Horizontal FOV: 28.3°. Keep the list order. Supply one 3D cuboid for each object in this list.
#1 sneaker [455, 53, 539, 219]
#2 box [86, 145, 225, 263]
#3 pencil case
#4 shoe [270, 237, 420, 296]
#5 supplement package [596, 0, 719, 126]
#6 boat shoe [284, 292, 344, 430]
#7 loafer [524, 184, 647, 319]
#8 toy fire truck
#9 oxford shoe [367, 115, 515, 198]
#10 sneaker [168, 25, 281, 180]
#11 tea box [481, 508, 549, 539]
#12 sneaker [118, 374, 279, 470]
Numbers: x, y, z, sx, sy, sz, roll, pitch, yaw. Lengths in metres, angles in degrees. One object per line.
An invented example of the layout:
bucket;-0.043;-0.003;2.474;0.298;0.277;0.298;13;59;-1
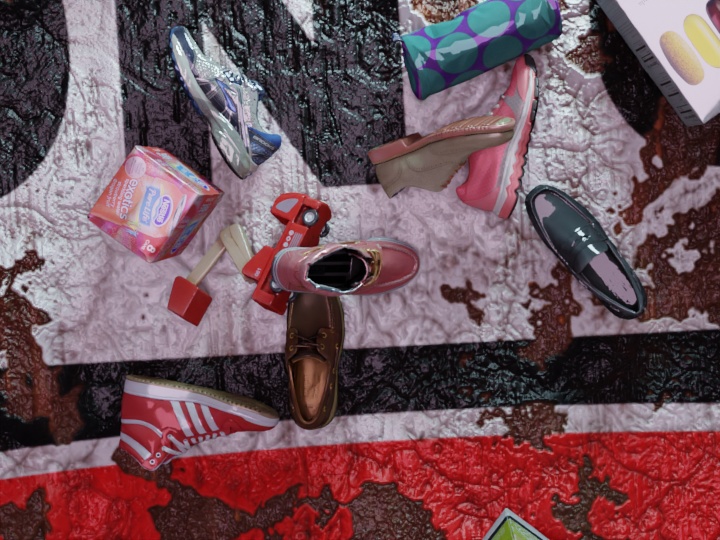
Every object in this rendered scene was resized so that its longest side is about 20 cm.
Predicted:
sneaker;0.165;-0.167;1.726;0.086;0.074;0.201;12;93;6
box;-0.238;-0.078;1.684;0.095;0.200;0.103;37;94;0
pencil case;0.143;-0.282;1.713;0.199;0.093;0.085;-24;131;3
shoe;0.000;0.000;1.694;0.199;0.091;0.072;-2;95;-29
supplement package;0.383;-0.283;1.689;0.114;0.110;0.200;-36;92;5
boat shoe;-0.058;0.097;1.751;0.072;0.068;0.201;0;89;5
loafer;0.277;-0.024;1.730;0.068;0.070;0.201;-41;91;4
toy fire truck;-0.136;-0.014;1.750;0.141;0.049;0.201;22;80;24
oxford shoe;0.104;-0.136;1.708;0.199;0.071;0.074;-12;100;38
sneaker;-0.165;-0.216;1.745;0.085;0.077;0.201;-31;99;-6
tea box;0.218;0.411;1.698;0.200;0.197;0.134;37;94;-1
sneaker;-0.204;0.202;1.766;0.199;0.071;0.113;11;90;9
